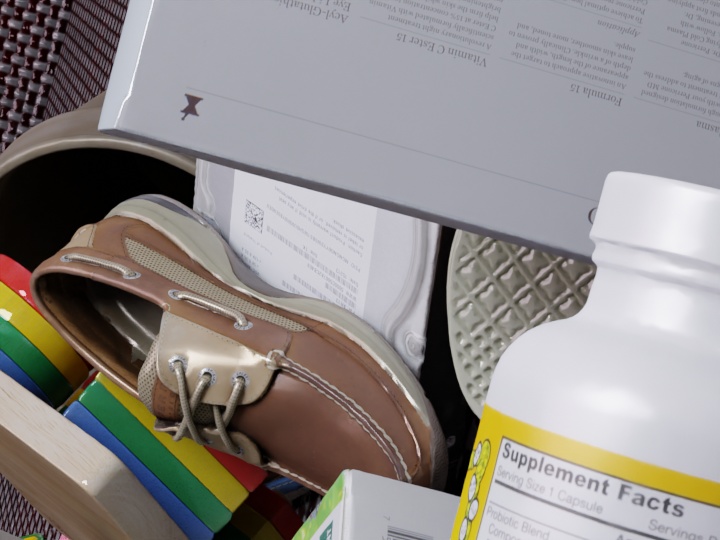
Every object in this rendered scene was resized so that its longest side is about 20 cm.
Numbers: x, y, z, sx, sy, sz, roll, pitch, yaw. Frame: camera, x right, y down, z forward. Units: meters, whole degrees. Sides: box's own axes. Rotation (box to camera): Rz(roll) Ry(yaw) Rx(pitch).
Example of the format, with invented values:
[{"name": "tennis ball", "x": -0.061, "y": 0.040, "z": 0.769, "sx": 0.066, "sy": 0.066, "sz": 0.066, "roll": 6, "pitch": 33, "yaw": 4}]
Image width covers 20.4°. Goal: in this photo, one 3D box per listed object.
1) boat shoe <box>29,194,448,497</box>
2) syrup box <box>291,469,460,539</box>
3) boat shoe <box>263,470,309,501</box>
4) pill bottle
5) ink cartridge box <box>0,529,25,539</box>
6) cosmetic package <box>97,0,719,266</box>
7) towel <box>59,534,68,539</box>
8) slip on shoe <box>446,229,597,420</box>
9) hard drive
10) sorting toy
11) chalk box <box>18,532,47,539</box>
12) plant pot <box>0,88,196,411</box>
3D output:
[{"name": "boat shoe", "x": -0.052, "y": 0.042, "z": 0.770, "sx": 0.200, "sy": 0.072, "sz": 0.076, "roll": 31, "pitch": 130, "yaw": 35}, {"name": "syrup box", "x": -0.007, "y": 0.162, "z": 0.751, "sx": 0.200, "sy": 0.081, "sz": 0.079, "roll": 125, "pitch": 156, "yaw": -49}, {"name": "boat shoe", "x": -0.054, "y": 0.077, "z": 1.012, "sx": 0.200, "sy": 0.072, "sz": 0.072, "roll": 123, "pitch": 156, "yaw": -50}, {"name": "pill bottle", "x": 0.072, "y": 0.081, "z": 0.500, "sx": 0.104, "sy": 0.104, "sz": 0.201, "roll": -162, "pitch": 87, "yaw": -75}, {"name": "ink cartridge box", "x": -0.163, "y": 0.210, "z": 0.852, "sx": 0.145, "sy": 0.200, "sz": 0.145, "roll": -40, "pitch": 63, "yaw": 4}, {"name": "cosmetic package", "x": 0.039, "y": -0.087, "z": 0.587, "sx": 0.052, "sy": 0.199, "sz": 0.151, "roll": -175, "pitch": 99, "yaw": -75}, {"name": "towel", "x": -0.150, "y": 0.108, "z": 1.288, "sx": 0.146, "sy": 0.030, "sz": 0.201, "roll": 109, "pitch": -179, "yaw": -64}, {"name": "slip on shoe", "x": 0.078, "y": -0.040, "z": 0.685, "sx": 0.061, "sy": 0.074, "sz": 0.201, "roll": -3, "pitch": -77, "yaw": -70}, {"name": "hard drive", "x": -0.011, "y": -0.012, "z": 0.785, "sx": 0.140, "sy": 0.038, "sz": 0.201, "roll": 35, "pitch": 133, "yaw": 35}, {"name": "sorting toy", "x": -0.110, "y": 0.083, "z": 0.908, "sx": 0.200, "sy": 0.199, "sz": 0.070, "roll": 29, "pitch": 70, "yaw": 41}, {"name": "chalk box", "x": -0.207, "y": 0.268, "z": 1.206, "sx": 0.200, "sy": 0.124, "sz": 0.124, "roll": 65, "pitch": -166, "yaw": -50}, {"name": "plant pot", "x": -0.105, "y": -0.031, "z": 1.130, "sx": 0.174, "sy": 0.199, "sz": 0.200, "roll": -68, "pitch": 3, "yaw": -53}]
